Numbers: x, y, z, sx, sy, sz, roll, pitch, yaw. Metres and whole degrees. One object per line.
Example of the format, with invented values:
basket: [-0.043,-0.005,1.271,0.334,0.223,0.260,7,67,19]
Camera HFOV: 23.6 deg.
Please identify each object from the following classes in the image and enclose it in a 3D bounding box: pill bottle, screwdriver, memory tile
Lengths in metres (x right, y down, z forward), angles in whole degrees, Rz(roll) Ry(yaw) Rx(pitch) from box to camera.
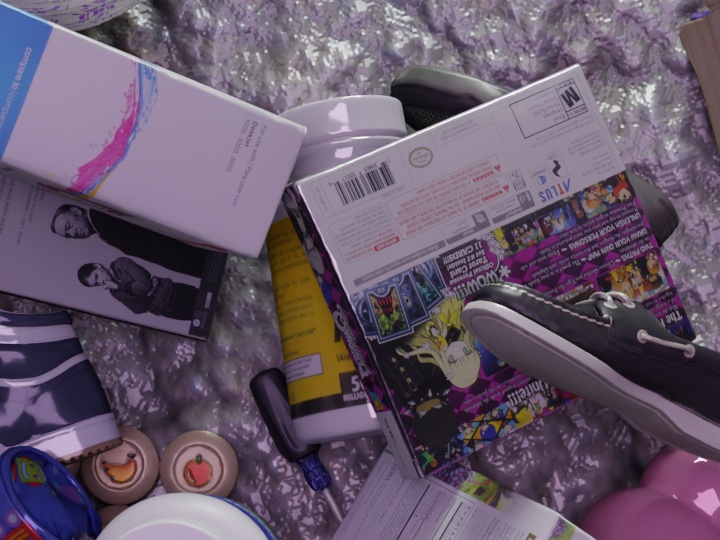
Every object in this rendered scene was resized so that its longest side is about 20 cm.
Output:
pill bottle: [-0.096,0.181,0.967,0.112,0.200,0.112,0,82,0]
screwdriver: [-0.014,0.150,1.071,0.028,0.029,0.200,-29,78,-4]
pill bottle: [0.000,0.000,1.053,0.111,0.111,0.200,-9,82,-1]
memory tile: [-0.176,0.170,1.078,0.200,0.017,0.153,2,82,1]

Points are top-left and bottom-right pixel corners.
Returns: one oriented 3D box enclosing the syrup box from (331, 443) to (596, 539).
syrup box: [0.070,0.164,0.977,0.079,0.200,0.081,35,81,-25]

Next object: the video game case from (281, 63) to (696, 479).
video game case: [0.077,-0.002,0.999,0.200,0.036,0.181,-25,92,-22]

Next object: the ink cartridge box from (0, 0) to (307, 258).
ink cartridge box: [-0.149,-0.080,0.983,0.200,0.145,0.085,20,87,-19]

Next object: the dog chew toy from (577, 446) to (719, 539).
dog chew toy: [0.171,0.188,1.027,0.125,0.125,0.200,36,76,5]

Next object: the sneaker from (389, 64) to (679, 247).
sneaker: [0.088,-0.043,1.076,0.199,0.076,0.114,35,77,-1]

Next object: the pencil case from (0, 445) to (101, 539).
pencil case: [-0.231,0.191,1.008,0.087,0.078,0.200,37,109,-24]

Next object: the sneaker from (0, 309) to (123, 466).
sneaker: [-0.255,0.086,1.045,0.200,0.070,0.109,-17,87,-9]

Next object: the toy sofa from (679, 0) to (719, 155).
toy sofa: [0.283,-0.091,1.089,0.083,0.098,0.200,-11,81,-26]

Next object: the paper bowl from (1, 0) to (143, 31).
paper bowl: [-0.205,-0.234,1.072,0.200,0.104,0.201,3,64,-6]

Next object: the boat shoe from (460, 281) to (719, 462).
boat shoe: [0.146,0.045,0.962,0.200,0.074,0.060,27,77,-21]

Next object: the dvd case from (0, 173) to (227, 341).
dvd case: [-0.173,-0.051,1.066,0.200,0.025,0.150,15,85,-19]
